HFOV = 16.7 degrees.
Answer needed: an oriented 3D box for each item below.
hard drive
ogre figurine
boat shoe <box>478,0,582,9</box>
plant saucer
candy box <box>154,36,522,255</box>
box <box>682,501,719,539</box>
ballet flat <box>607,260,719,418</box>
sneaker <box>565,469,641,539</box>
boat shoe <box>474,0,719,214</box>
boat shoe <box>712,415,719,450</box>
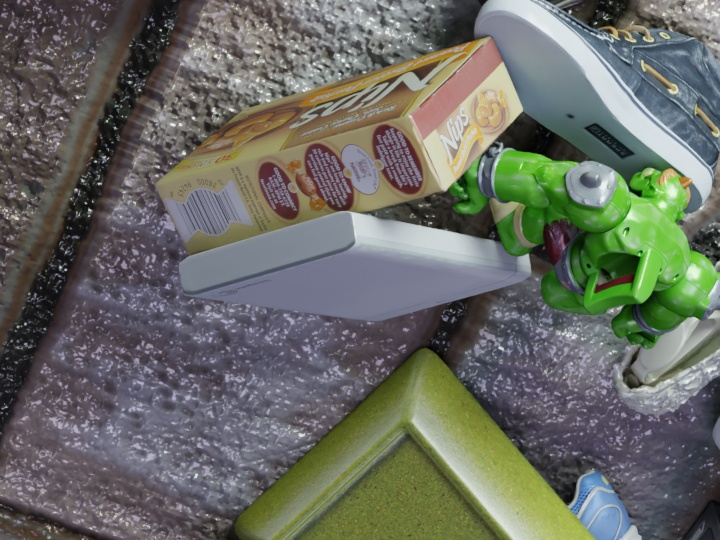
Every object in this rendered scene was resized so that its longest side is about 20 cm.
[{"bbox_3d":[0.000,0.000,1.527,0.131,0.200,0.027,-16,75,32],"label":"hard drive"},{"bbox_3d":[0.150,-0.014,1.516,0.098,0.120,0.201,-44,114,-29],"label":"ogre figurine"},{"bbox_3d":[0.165,-0.203,1.512,0.199,0.057,0.067,-23,115,9],"label":"boat shoe"},{"bbox_3d":[0.034,0.192,1.660,0.200,0.048,0.200,-43,83,18],"label":"plant saucer"},{"bbox_3d":[-0.014,-0.075,1.490,0.199,0.115,0.056,-12,112,36],"label":"candy box"},{"bbox_3d":[0.219,0.282,1.697,0.048,0.159,0.201,27,112,-15],"label":"box"},{"bbox_3d":[0.242,0.026,1.613,0.072,0.072,0.200,39,109,-19],"label":"ballet flat"},{"bbox_3d":[0.098,0.200,1.711,0.199,0.076,0.078,-20,90,10],"label":"sneaker"},{"bbox_3d":[0.153,-0.126,1.524,0.200,0.091,0.071,40,147,-28],"label":"boat shoe"},{"bbox_3d":[0.285,0.083,1.608,0.070,0.064,0.200,-16,148,-15],"label":"boat shoe"}]
